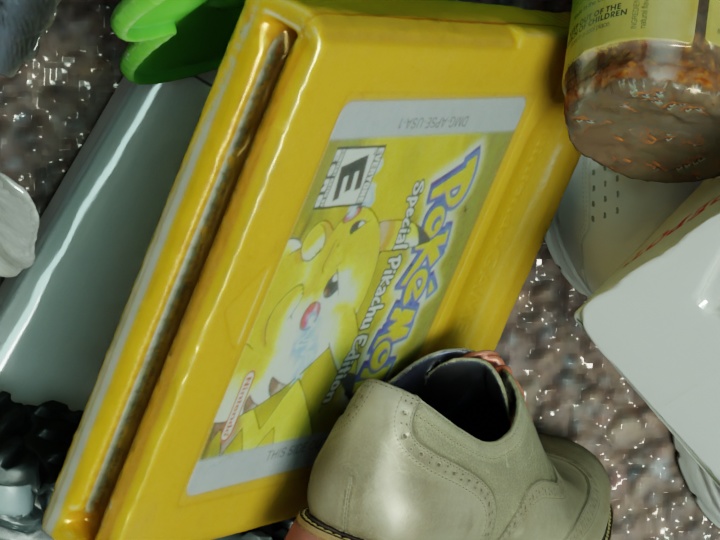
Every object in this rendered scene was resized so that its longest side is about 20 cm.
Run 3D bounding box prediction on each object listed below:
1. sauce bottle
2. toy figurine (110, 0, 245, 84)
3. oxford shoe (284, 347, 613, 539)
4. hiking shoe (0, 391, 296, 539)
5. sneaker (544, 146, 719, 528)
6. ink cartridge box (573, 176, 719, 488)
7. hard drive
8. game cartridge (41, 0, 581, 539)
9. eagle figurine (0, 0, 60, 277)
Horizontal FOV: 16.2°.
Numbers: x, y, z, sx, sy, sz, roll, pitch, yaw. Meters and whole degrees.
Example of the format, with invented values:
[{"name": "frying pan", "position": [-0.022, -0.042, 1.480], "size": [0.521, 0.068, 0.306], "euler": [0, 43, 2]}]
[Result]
[{"name": "sauce bottle", "position": [0.106, -0.126, 0.817], "size": [0.066, 0.066, 0.200], "euler": [24, 60, -22]}, {"name": "toy figurine", "position": [-0.049, -0.167, 0.744], "size": [0.150, 0.200, 0.184], "euler": [-26, 88, 20]}, {"name": "oxford shoe", "position": [0.044, 0.064, 0.828], "size": [0.070, 0.200, 0.075], "euler": [18, 98, 20]}, {"name": "hiking shoe", "position": [-0.061, 0.108, 0.834], "size": [0.200, 0.074, 0.087], "euler": [23, 109, -18]}, {"name": "sneaker", "position": [0.131, 0.020, 0.892], "size": [0.074, 0.087, 0.200], "euler": [-36, 110, -6]}, {"name": "ink cartridge box", "position": [0.181, -0.033, 0.814], "size": [0.086, 0.148, 0.200], "euler": [48, 49, -2]}, {"name": "hard drive", "position": [-0.059, 0.027, 0.860], "size": [0.132, 0.027, 0.200], "euler": [30, 92, -23]}, {"name": "game cartridge", "position": [0.000, 0.000, 0.787], "size": [0.200, 0.032, 0.176], "euler": [-5, 122, -57]}, {"name": "eagle figurine", "position": [-0.154, -0.093, 0.706], "size": [0.152, 0.151, 0.200], "euler": [11, 82, 2]}]
